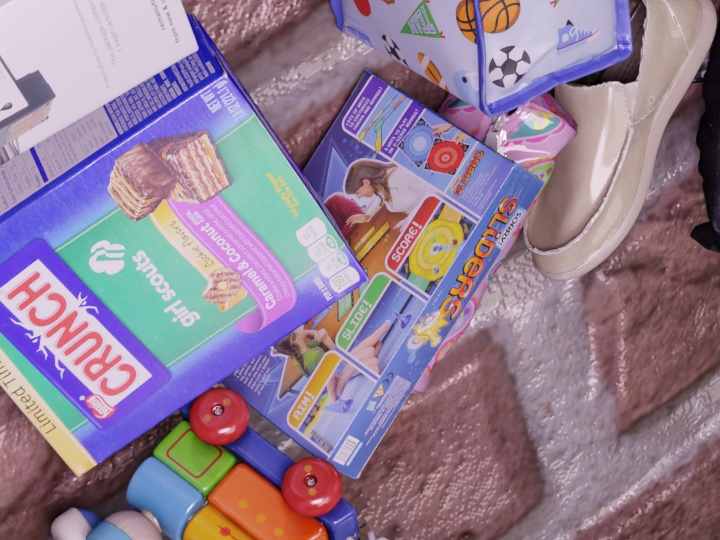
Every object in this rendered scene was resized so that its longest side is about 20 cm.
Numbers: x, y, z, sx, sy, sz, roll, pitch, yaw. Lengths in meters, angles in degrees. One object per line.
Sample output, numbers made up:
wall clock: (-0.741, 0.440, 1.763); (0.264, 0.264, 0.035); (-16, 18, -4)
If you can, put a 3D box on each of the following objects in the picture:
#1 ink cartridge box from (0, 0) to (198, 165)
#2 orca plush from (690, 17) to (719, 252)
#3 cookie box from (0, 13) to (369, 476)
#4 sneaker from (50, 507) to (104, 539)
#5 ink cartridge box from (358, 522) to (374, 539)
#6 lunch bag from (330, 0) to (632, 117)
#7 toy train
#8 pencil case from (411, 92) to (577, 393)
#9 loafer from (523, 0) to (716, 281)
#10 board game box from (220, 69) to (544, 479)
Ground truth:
ink cartridge box: (-0.206, -0.117, 1.287); (0.199, 0.146, 0.085); (-32, 127, -16)
orca plush: (0.229, -0.114, 1.638); (0.105, 0.071, 0.201); (-53, 156, -64)
cookie box: (-0.125, -0.011, 1.406); (0.199, 0.075, 0.171); (-34, 127, 2)
sneaker: (-0.098, 0.180, 1.533); (0.111, 0.077, 0.200); (-38, 131, -5)
ink cartridge box: (-0.068, 0.252, 1.504); (0.199, 0.075, 0.165); (-18, 137, -14)
lunch bag: (0.057, -0.213, 1.397); (0.123, 0.170, 0.201); (-26, 122, -24)
toy train: (-0.049, 0.165, 1.422); (0.116, 0.200, 0.085); (-45, 156, -21)
pencil case: (0.051, -0.029, 1.530); (0.087, 0.087, 0.201); (26, 98, -38)
loafer: (0.145, -0.092, 1.576); (0.068, 0.076, 0.201); (26, 86, -37)
board game box: (0.000, 0.000, 1.478); (0.034, 0.135, 0.201); (30, 95, -50)
